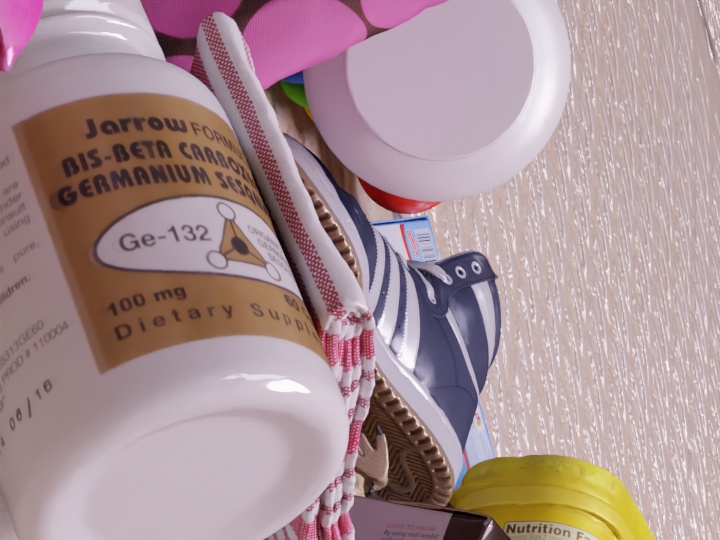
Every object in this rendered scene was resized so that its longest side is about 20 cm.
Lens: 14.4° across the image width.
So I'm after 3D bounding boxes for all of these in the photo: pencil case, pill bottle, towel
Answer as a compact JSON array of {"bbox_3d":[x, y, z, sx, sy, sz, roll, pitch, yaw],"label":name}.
[{"bbox_3d":[-0.038,-0.113,1.072,0.091,0.199,0.094,65,13,-10],"label":"pencil case"},{"bbox_3d":[0.031,-0.087,1.218,0.200,0.112,0.113,-80,152,-87],"label":"pill bottle"},{"bbox_3d":[-0.031,0.021,1.042,0.201,0.030,0.147,97,-27,-49],"label":"towel"},{"bbox_3d":[-0.087,-0.007,0.953,0.114,0.114,0.201,36,25,-55],"label":"pill bottle"}]

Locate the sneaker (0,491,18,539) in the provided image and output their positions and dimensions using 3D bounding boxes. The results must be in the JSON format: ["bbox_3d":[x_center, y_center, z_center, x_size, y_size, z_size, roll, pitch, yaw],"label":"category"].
[{"bbox_3d":[-0.113,0.113,1.009,0.200,0.074,0.088,17,65,-62],"label":"sneaker"}]

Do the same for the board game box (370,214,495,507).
[{"bbox_3d":[0.002,0.054,1.348,0.200,0.036,0.152,-7,82,-67],"label":"board game box"}]

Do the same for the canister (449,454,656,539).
[{"bbox_3d":[0.084,0.210,1.328,0.149,0.086,0.201,60,34,-47],"label":"canister"}]

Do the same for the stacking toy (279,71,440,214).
[{"bbox_3d":[-0.006,-0.103,1.376,0.200,0.085,0.086,53,30,-40],"label":"stacking toy"}]

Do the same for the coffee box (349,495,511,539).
[{"bbox_3d":[0.006,0.202,1.110,0.113,0.079,0.201,49,57,-43],"label":"coffee box"}]

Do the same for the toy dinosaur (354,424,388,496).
[{"bbox_3d":[-0.015,0.087,1.198,0.201,0.058,0.101,59,-3,-6],"label":"toy dinosaur"}]

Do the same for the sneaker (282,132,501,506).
[{"bbox_3d":[0.000,0.000,1.247,0.201,0.070,0.109,63,35,-30],"label":"sneaker"}]

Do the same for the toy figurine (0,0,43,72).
[{"bbox_3d":[-0.183,-0.075,0.829,0.151,0.183,0.200,64,25,-19],"label":"toy figurine"}]
